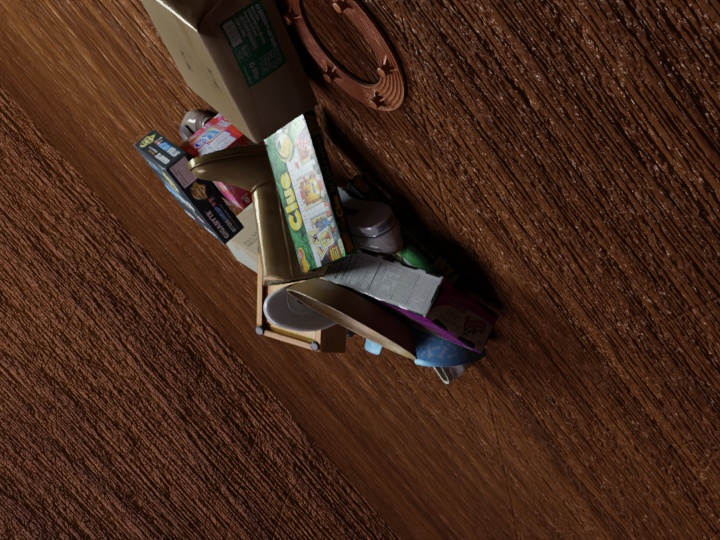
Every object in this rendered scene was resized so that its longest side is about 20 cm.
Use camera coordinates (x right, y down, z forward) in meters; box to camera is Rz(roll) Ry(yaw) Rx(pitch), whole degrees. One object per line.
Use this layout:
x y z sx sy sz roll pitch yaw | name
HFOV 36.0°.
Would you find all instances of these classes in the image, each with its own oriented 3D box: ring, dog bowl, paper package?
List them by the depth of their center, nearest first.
-0.027 -0.254 1.225 0.200 0.019 0.201 42 164 15 | ring
-0.164 -0.281 1.346 0.191 0.103 0.200 42 165 38 | paper package
0.090 0.091 1.592 0.200 0.111 0.050 9 107 48 | dog bowl

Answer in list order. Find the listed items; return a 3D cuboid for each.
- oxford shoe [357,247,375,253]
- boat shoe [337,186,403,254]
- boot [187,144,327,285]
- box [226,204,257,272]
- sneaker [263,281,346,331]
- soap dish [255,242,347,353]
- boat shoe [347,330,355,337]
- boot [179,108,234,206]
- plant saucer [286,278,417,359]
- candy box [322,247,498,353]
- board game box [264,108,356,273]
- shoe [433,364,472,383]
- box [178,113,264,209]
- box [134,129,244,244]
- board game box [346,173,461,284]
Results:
0.000 0.000 1.723 0.071 0.072 0.200 14 157 21 | oxford shoe
-0.011 -0.062 1.509 0.200 0.071 0.070 16 144 51 | boat shoe
-0.144 -0.077 1.579 0.066 0.174 0.201 156 105 -78 | boot
-0.158 -0.041 1.999 0.200 0.095 0.078 28 156 48 | box
-0.052 0.051 1.646 0.112 0.199 0.073 157 103 -74 | sneaker
-0.097 0.032 1.806 0.157 0.081 0.201 15 116 26 | soap dish
-0.067 0.052 1.934 0.199 0.068 0.074 36 -151 -36 | boat shoe
-0.241 -0.188 1.897 0.200 0.070 0.146 53 162 -23 | boot
-0.005 0.059 1.495 0.200 0.036 0.200 28 173 4 | plant saucer
0.065 0.036 1.472 0.200 0.061 0.136 20 171 46 | candy box
-0.069 -0.104 1.465 0.105 0.023 0.201 -24 82 54 | board game box
0.097 0.089 1.698 0.200 0.053 0.070 51 165 -14 | shoe
-0.200 -0.174 1.722 0.096 0.100 0.200 54 169 -24 | box
-0.277 -0.137 1.775 0.159 0.046 0.200 55 170 -29 | box
0.056 -0.042 1.536 0.200 0.023 0.105 45 163 10 | board game box
